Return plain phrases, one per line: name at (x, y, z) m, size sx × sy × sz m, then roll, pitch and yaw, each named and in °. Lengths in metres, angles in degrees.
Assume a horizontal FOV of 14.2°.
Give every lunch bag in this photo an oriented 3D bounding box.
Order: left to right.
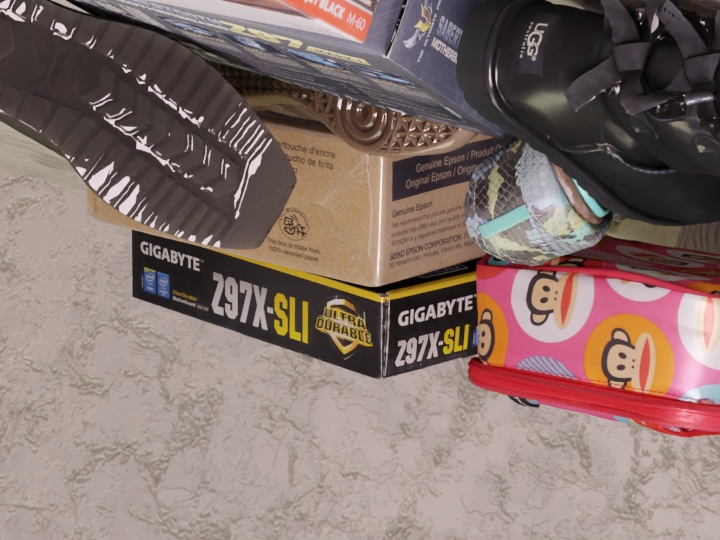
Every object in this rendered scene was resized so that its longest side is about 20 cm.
lunch bag at (0.165, 0.031, 1.348) m, size 0.175 × 0.083 × 0.199 m, roll 8°, pitch -175°, yaw 38°

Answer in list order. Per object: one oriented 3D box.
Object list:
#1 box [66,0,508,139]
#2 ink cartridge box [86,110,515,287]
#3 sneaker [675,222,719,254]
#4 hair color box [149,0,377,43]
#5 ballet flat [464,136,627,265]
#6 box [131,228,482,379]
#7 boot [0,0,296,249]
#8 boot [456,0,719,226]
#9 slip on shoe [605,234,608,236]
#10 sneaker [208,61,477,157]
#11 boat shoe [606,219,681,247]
box at (-0.041, -0.118, 1.251) m, size 0.199 × 0.051 × 0.158 m, roll 16°, pitch 177°, yaw 23°
ink cartridge box at (-0.017, -0.057, 1.496) m, size 0.199 × 0.076 × 0.164 m, roll 13°, pitch -161°, yaw 36°
sneaker at (0.279, 0.018, 1.709) m, size 0.199 × 0.075 × 0.106 m, roll 12°, pitch 172°, yaw 42°
hair color box at (-0.097, -0.140, 1.055) m, size 0.199 × 0.064 × 0.111 m, roll 13°, pitch 174°, yaw 35°
ballet flat at (0.091, -0.043, 1.329) m, size 0.074 × 0.075 × 0.200 m, roll 15°, pitch -168°, yaw 16°
box at (0.000, 0.000, 1.523) m, size 0.159 × 0.050 × 0.199 m, roll -14°, pitch -158°, yaw -41°
boot at (-0.123, -0.083, 1.318) m, size 0.199 × 0.078 × 0.138 m, roll 34°, pitch 180°, yaw -8°
boot at (0.150, -0.058, 1.162) m, size 0.162 × 0.074 × 0.198 m, roll 11°, pitch 172°, yaw 44°
slip on shoe at (0.080, -0.054, 1.698) m, size 0.199 × 0.076 × 0.061 m, roll 9°, pitch -140°, yaw -28°
sneaker at (-0.002, -0.101, 1.384) m, size 0.199 × 0.071 × 0.075 m, roll 17°, pitch -163°, yaw 41°
boat shoe at (0.112, -0.048, 1.549) m, size 0.072 × 0.062 × 0.200 m, roll 18°, pitch 177°, yaw -25°
